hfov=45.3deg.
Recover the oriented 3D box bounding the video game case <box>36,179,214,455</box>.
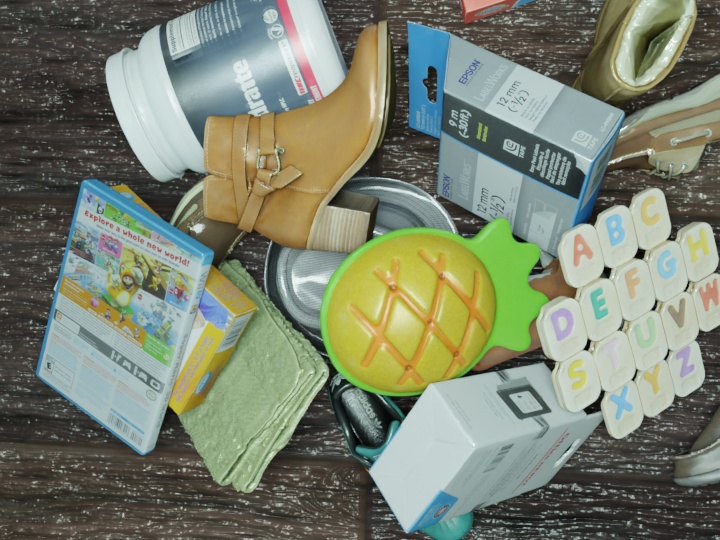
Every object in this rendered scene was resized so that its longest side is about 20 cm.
[{"bbox_3d":[-0.212,0.042,0.758,0.142,0.018,0.202,29,112,21],"label":"video game case"}]

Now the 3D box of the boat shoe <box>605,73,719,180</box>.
[{"bbox_3d":[0.283,-0.119,0.786,0.198,0.076,0.073,-24,91,8],"label":"boat shoe"}]

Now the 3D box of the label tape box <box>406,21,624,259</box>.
[{"bbox_3d":[0.112,-0.111,0.746,0.198,0.144,0.066,28,64,18],"label":"label tape box"}]

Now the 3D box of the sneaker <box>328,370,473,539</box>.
[{"bbox_3d":[0.034,0.179,0.813,0.071,0.080,0.201,-39,87,5],"label":"sneaker"}]

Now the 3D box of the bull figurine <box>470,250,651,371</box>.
[{"bbox_3d":[0.168,0.022,0.793,0.197,0.065,0.123,-17,71,-12],"label":"bull figurine"}]

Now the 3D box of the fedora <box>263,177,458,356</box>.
[{"bbox_3d":[0.000,0.000,0.809,0.197,0.090,0.180,-2,91,6],"label":"fedora"}]

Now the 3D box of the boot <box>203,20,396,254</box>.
[{"bbox_3d":[-0.053,-0.116,0.719,0.152,0.074,0.203,13,104,7],"label":"boot"}]

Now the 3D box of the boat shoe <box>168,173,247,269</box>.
[{"bbox_3d":[-0.153,-0.015,0.813,0.202,0.074,0.075,-41,46,24],"label":"boat shoe"}]

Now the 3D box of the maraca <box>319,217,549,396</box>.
[{"bbox_3d":[0.063,0.029,0.715,0.197,0.107,0.139,-15,104,-11],"label":"maraca"}]

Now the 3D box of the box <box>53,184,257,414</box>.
[{"bbox_3d":[-0.196,0.017,0.776,0.199,0.041,0.120,39,115,14],"label":"box"}]

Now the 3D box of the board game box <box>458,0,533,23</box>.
[{"bbox_3d":[0.143,-0.356,0.812,0.151,0.040,0.203,-17,89,6],"label":"board game box"}]

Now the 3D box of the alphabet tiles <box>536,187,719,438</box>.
[{"bbox_3d":[0.242,0.039,0.751,0.198,0.015,0.198,-25,107,-20],"label":"alphabet tiles"}]

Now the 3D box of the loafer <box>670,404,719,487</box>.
[{"bbox_3d":[0.361,0.125,0.790,0.199,0.073,0.071,-35,77,1],"label":"loafer"}]

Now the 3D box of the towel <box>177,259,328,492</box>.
[{"bbox_3d":[-0.118,0.092,0.806,0.149,0.036,0.200,-52,50,7],"label":"towel"}]

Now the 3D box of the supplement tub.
[{"bbox_3d":[-0.115,-0.175,0.793,0.197,0.140,0.142,-21,89,6],"label":"supplement tub"}]

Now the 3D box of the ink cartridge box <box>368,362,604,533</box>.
[{"bbox_3d":[0.117,0.150,0.762,0.067,0.198,0.117,52,126,32],"label":"ink cartridge box"}]

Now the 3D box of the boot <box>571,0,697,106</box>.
[{"bbox_3d":[0.239,-0.205,0.722,0.065,0.200,0.177,22,89,4],"label":"boot"}]
